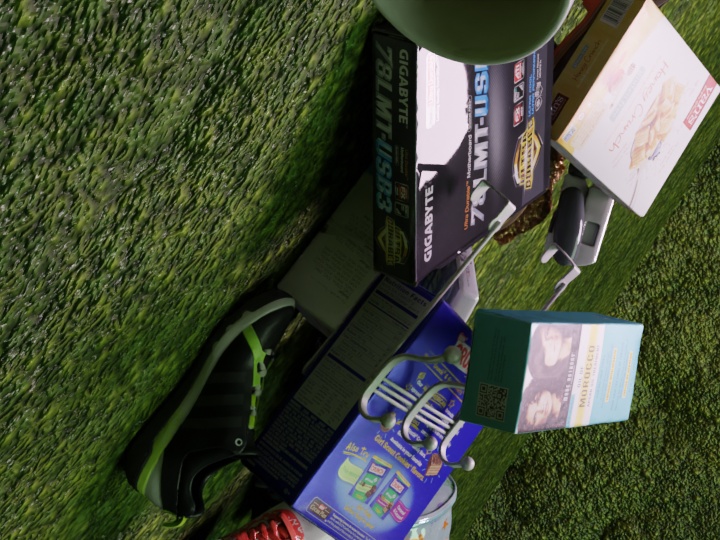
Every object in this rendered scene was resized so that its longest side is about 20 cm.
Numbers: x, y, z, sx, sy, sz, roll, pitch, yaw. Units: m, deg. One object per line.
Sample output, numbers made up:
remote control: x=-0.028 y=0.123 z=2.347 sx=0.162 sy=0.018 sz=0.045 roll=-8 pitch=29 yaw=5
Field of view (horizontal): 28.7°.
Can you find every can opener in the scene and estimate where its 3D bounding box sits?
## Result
can opener: x=0.225 y=-0.101 z=1.337 sx=0.067 sy=0.053 sz=0.203 roll=-40 pitch=146 yaw=-86

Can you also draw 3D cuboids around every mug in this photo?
mug: x=0.095 y=-0.240 z=0.845 sx=0.154 sy=0.149 sz=0.187 roll=-51 pitch=173 yaw=-39

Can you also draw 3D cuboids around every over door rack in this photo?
over door rack: x=0.096 y=0.052 z=1.086 sx=0.202 sy=0.066 sz=0.147 roll=-60 pitch=143 yaw=-4

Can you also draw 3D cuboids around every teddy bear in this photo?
teddy bear: x=0.158 y=-0.103 z=1.411 sx=0.144 sy=0.067 sz=0.201 roll=-28 pitch=-162 yaw=40

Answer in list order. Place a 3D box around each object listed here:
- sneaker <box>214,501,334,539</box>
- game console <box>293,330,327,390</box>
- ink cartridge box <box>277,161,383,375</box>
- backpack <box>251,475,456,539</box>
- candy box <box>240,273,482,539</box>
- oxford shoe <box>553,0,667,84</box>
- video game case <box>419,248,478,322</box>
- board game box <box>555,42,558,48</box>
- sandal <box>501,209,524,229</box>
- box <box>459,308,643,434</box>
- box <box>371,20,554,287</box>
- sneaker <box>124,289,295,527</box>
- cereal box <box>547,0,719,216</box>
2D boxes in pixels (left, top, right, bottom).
sneaker: x=-0.108 y=0.279 z=1.381 sx=0.200 sy=0.068 sz=0.108 roll=-31 pitch=166 yaw=14
game console: x=0.003 y=0.117 z=1.362 sx=0.172 sy=0.118 sz=0.201 roll=-37 pitch=158 yaw=-45
ink cartridge box: x=0.000 y=0.000 z=1.194 sx=0.201 sy=0.068 sz=0.116 roll=-53 pitch=161 yaw=-7
backpack: x=0.003 y=0.246 z=1.494 sx=0.177 sy=0.198 sz=0.153 roll=-20 pitch=124 yaw=-62
candy box: x=0.020 y=0.123 z=1.163 sx=0.201 sy=0.077 sz=0.169 roll=-52 pitch=142 yaw=-7
oxford shoe: x=0.217 y=-0.193 z=1.295 sx=0.071 sy=0.072 sz=0.201 roll=-36 pitch=159 yaw=-54
video game case: x=0.059 y=0.046 z=1.386 sx=0.183 sy=0.023 sz=0.201 roll=-93 pitch=-155 yaw=-55
board game box: x=0.120 y=-0.169 z=1.255 sx=0.127 sy=0.034 sz=0.200 roll=-57 pitch=165 yaw=6
sandal: x=0.093 y=-0.068 z=1.279 sx=0.054 sy=0.081 sz=0.199 roll=19 pitch=143 yaw=-34
box: x=0.151 y=0.075 z=1.082 sx=0.199 sy=0.049 sz=0.084 roll=3 pitch=97 yaw=-56
box: x=0.082 y=-0.119 z=1.090 sx=0.198 sy=0.049 sz=0.203 roll=-35 pitch=134 yaw=-45
sneaker: x=-0.100 y=0.112 z=1.108 sx=0.201 sy=0.082 sz=0.072 roll=-53 pitch=165 yaw=-3
cereal box: x=0.241 y=-0.146 z=1.256 sx=0.199 sy=0.039 sz=0.145 roll=28 pitch=95 yaw=-53
